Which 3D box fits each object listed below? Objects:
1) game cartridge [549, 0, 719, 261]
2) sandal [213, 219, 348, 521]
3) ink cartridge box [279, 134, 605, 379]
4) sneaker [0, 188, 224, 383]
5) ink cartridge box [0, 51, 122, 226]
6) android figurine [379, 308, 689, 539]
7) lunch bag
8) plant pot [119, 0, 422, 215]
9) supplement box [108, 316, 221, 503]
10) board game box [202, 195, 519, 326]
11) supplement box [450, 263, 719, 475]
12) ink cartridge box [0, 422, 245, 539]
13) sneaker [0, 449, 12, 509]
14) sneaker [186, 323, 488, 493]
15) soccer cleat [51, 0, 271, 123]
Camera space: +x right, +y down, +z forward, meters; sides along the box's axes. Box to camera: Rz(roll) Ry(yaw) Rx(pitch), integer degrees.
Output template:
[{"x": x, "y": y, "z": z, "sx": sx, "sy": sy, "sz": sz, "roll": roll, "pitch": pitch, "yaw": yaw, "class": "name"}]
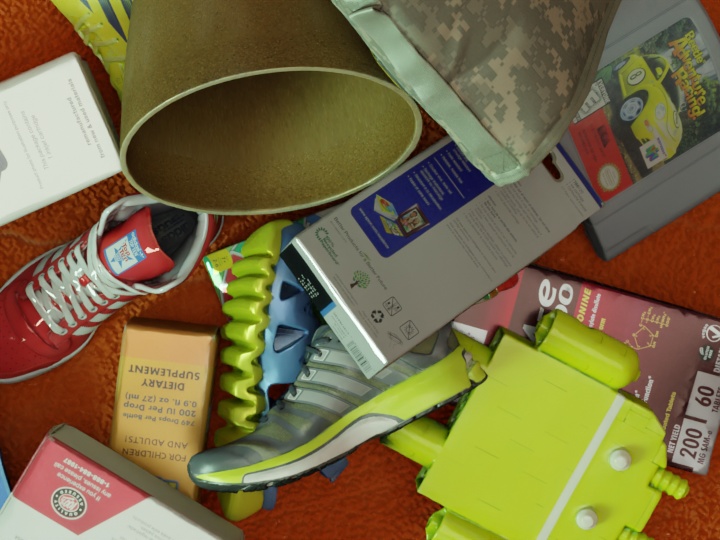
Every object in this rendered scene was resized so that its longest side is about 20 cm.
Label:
[{"x": 0.183, "y": -0.114, "z": 1.432, "sx": 0.133, "sy": 0.041, "sz": 0.200, "roll": -34, "pitch": 126, "yaw": -8, "class": "game cartridge"}, {"x": -0.048, "y": 0.066, "z": 1.424, "sx": 0.087, "sy": 0.079, "sz": 0.201, "roll": 2, "pitch": 100, "yaw": -15, "class": "sandal"}, {"x": 0.054, "y": -0.025, "z": 1.362, "sx": 0.200, "sy": 0.039, "sz": 0.100, "roll": -33, "pitch": 85, "yaw": -27, "class": "ink cartridge box"}, {"x": -0.177, "y": 0.007, "z": 1.418, "sx": 0.200, "sy": 0.112, "sz": 0.071, "roll": -37, "pitch": 95, "yaw": -2, "class": "sneaker"}, {"x": -0.257, "y": -0.065, "z": 1.391, "sx": 0.199, "sy": 0.145, "sz": 0.085, "roll": -23, "pitch": 96, "yaw": -3, "class": "ink cartridge box"}, {"x": 0.120, "y": 0.121, "z": 1.428, "sx": 0.200, "sy": 0.041, "sz": 0.182, "roll": 30, "pitch": 97, "yaw": -4, "class": "android figurine"}, {"x": 0.060, "y": -0.164, "z": 1.251, "sx": 0.117, "sy": 0.200, "sz": 0.164, "roll": -20, "pitch": 122, "yaw": 39, "class": "lunch bag"}, {"x": -0.069, "y": -0.165, "z": 1.349, "sx": 0.186, "sy": 0.187, "sz": 0.201, "roll": -8, "pitch": 67, "yaw": -4, "class": "plant pot"}, {"x": -0.138, "y": 0.135, "z": 1.452, "sx": 0.066, "sy": 0.069, "sz": 0.201, "roll": 6, "pitch": 95, "yaw": -2, "class": "supplement box"}, {"x": 0.000, "y": 0.000, "z": 1.440, "sx": 0.199, "sy": 0.030, "sz": 0.096, "roll": -21, "pitch": 94, "yaw": 17, "class": "board game box"}, {"x": 0.152, "y": 0.060, "z": 1.473, "sx": 0.199, "sy": 0.061, "sz": 0.109, "roll": 15, "pitch": 92, "yaw": -4, "class": "supplement box"}, {"x": -0.185, "y": 0.220, "z": 1.381, "sx": 0.147, "sy": 0.086, "sz": 0.200, "roll": 32, "pitch": 93, "yaw": -3, "class": "ink cartridge box"}, {"x": -0.275, "y": 0.141, "z": 1.439, "sx": 0.078, "sy": 0.070, "sz": 0.201, "roll": -16, "pitch": 94, "yaw": -8, "class": "sneaker"}, {"x": -0.023, "y": 0.080, "z": 1.368, "sx": 0.200, "sy": 0.074, "sz": 0.081, "roll": -26, "pitch": 84, "yaw": -14, "class": "sneaker"}, {"x": -0.146, "y": -0.142, "z": 1.435, "sx": 0.200, "sy": 0.065, "sz": 0.084, "roll": 36, "pitch": 85, "yaw": -7, "class": "soccer cleat"}]
